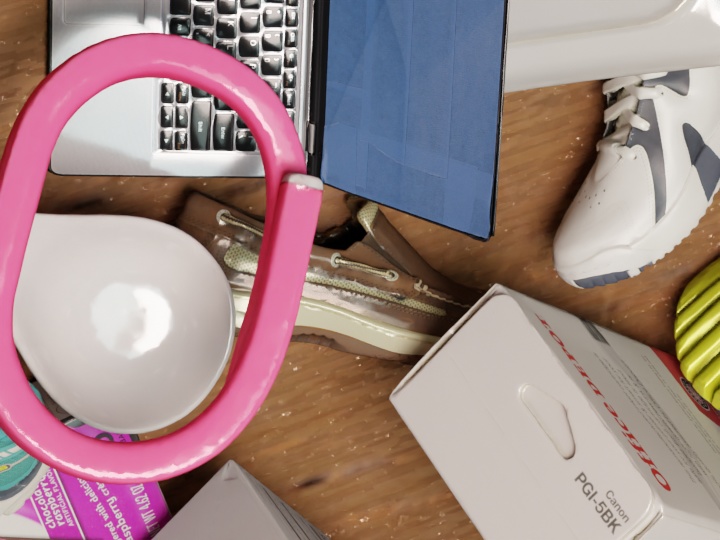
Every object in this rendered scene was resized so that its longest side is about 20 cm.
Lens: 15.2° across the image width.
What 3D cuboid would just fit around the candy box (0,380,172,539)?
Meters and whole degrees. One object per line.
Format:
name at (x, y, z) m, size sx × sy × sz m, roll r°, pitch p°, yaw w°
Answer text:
candy box at (-0.188, 0.148, 1.305) m, size 0.199 × 0.061 × 0.137 m, roll -26°, pitch 115°, yaw -11°

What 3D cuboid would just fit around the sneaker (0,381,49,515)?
sneaker at (-0.234, 0.051, 1.221) m, size 0.199 × 0.078 × 0.080 m, roll 12°, pitch 146°, yaw -4°

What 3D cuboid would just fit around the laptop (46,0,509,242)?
laptop at (-0.041, -0.119, 1.222) m, size 0.199 × 0.116 × 0.188 m, roll 1°, pitch 107°, yaw -7°

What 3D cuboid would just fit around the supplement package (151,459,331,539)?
supplement package at (-0.069, 0.222, 1.259) m, size 0.200 × 0.156 × 0.111 m, roll -45°, pitch 128°, yaw 4°

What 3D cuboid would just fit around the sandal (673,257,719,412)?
sandal at (0.222, 0.070, 1.368) m, size 0.079 × 0.200 × 0.087 m, roll -33°, pitch 136°, yaw 14°

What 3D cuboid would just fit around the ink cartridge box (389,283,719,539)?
ink cartridge box at (0.124, 0.102, 1.311) m, size 0.083 × 0.147 × 0.200 m, roll -44°, pitch 148°, yaw 16°

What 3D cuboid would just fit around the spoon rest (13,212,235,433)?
spoon rest at (-0.146, 0.003, 1.233) m, size 0.199 × 0.061 × 0.100 m, roll 30°, pitch 86°, yaw -19°

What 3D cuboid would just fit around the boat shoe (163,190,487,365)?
boat shoe at (0.002, 0.001, 1.323) m, size 0.201 × 0.075 × 0.075 m, roll 8°, pitch 98°, yaw -22°

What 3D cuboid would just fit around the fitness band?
fitness band at (-0.096, -0.005, 1.192) m, size 0.143 × 0.037 × 0.201 m, roll 15°, pitch 83°, yaw -15°

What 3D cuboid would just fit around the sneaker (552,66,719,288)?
sneaker at (0.135, -0.099, 1.336) m, size 0.130 × 0.079 × 0.199 m, roll 42°, pitch 90°, yaw -25°

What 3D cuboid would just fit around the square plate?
square plate at (0.077, -0.182, 1.234) m, size 0.197 × 0.028 × 0.201 m, roll -7°, pitch 95°, yaw 17°
